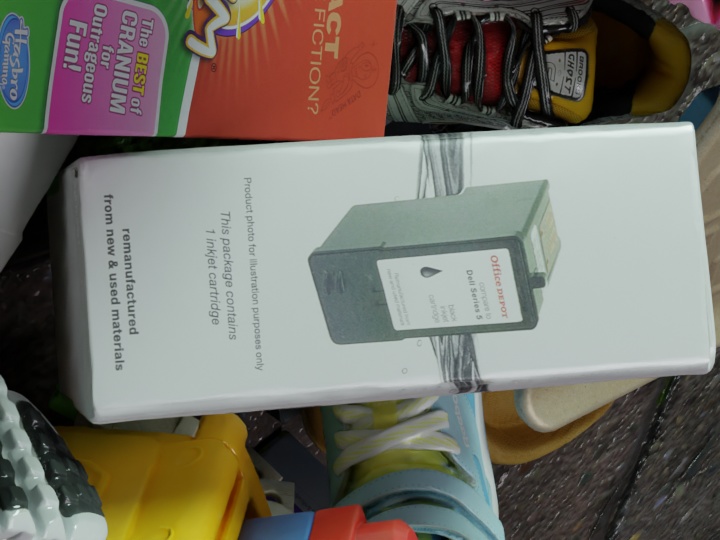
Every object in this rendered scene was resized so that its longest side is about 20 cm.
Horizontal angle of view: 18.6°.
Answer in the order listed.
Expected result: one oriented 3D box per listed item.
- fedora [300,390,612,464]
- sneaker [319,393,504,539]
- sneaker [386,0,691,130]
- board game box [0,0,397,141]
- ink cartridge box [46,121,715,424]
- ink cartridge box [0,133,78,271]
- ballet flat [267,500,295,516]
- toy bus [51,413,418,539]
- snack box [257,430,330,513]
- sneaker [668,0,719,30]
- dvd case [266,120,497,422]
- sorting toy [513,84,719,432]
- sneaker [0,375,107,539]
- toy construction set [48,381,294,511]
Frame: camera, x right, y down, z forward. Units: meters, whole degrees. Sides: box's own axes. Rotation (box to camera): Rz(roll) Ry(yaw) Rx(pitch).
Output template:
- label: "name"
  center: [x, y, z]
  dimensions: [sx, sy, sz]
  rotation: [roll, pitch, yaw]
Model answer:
- label: "fedora"
  center: [0.066, 0.028, 0.970]
  dimensions: [0.201, 0.082, 0.201]
  rotation: [-34, 146, -26]
- label: "sneaker"
  center: [0.015, 0.061, 0.845]
  dimensions: [0.079, 0.131, 0.200]
  rotation: [-13, 112, 7]
- label: "sneaker"
  center: [0.048, -0.091, 0.846]
  dimensions: [0.200, 0.082, 0.078]
  rotation: [-6, 114, -39]
- label: "board game box"
  center: [-0.056, -0.117, 0.670]
  dimensions: [0.200, 0.040, 0.153]
  rotation: [-4, 102, -56]
- label: "ink cartridge box"
  center: [0.000, 0.000, 0.739]
  dimensions: [0.200, 0.146, 0.084]
  rotation: [-4, 90, -12]
- label: "ink cartridge box"
  center: [-0.187, 0.007, 0.672]
  dimensions: [0.200, 0.067, 0.117]
  rotation: [-55, 148, 9]
- label: "ballet flat"
  center: [-0.031, 0.143, 0.906]
  dimensions: [0.069, 0.069, 0.200]
  rotation: [-43, 161, -12]
- label: "toy bus"
  center: [-0.064, 0.147, 0.756]
  dimensions: [0.136, 0.192, 0.200]
  rotation: [-76, 155, -57]
- label: "snack box"
  center: [0.018, 0.184, 1.013]
  dimensions: [0.053, 0.200, 0.142]
  rotation: [-37, 148, -20]
- label: "sneaker"
  center: [0.080, -0.135, 0.758]
  dimensions: [0.095, 0.200, 0.079]
  rotation: [47, 53, -74]
- label: "dvd case"
  center: [0.027, -0.038, 0.955]
  dimensions: [0.200, 0.025, 0.150]
  rotation: [-37, 147, -23]
- label: "sorting toy"
  center: [0.154, -0.034, 0.898]
  dimensions: [0.185, 0.036, 0.200]
  rotation: [-21, 148, -44]
- label: "sneaker"
  center: [-0.165, 0.061, 0.626]
  dimensions: [0.200, 0.075, 0.081]
  rotation: [16, 121, -39]
- label: "toy construction set"
  center: [-0.080, 0.073, 0.881]
  dimensions: [0.200, 0.092, 0.131]
  rotation: [90, 23, -58]
